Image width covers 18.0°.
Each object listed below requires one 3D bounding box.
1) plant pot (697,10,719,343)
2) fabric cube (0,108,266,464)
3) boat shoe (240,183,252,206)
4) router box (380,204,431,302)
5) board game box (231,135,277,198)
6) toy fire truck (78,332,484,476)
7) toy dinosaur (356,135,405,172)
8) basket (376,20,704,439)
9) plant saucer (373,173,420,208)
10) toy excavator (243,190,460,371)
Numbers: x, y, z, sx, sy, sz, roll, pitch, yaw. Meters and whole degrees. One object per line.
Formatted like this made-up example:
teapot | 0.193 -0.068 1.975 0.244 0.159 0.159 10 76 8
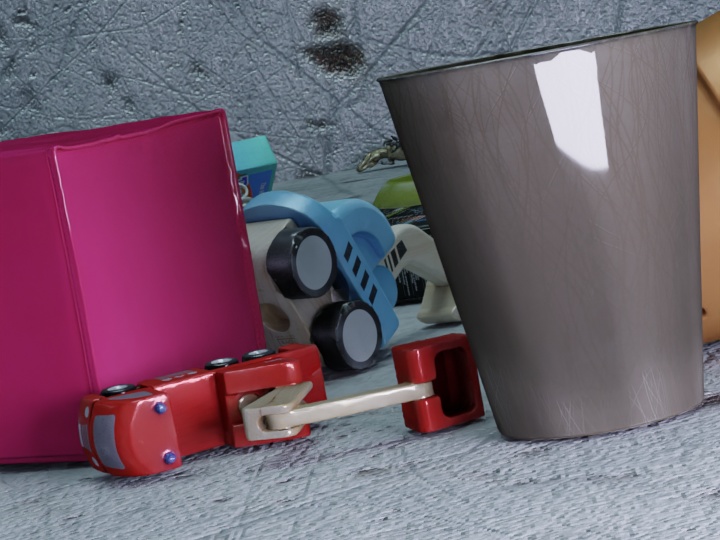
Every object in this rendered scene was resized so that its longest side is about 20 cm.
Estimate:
plant pot | 0.204 -0.040 1.378 0.140 0.200 0.200 -26 6 2
fabric cube | -0.203 0.013 1.462 0.199 0.196 0.200 -5 7 30
boat shoe | -0.129 -0.048 2.369 0.075 0.086 0.202 -15 7 -33
router box | 0.065 -0.020 1.916 0.150 0.062 0.200 -9 6 19
board game box | -0.198 -0.066 2.471 0.200 0.045 0.152 -13 -33 -20
toy fire truck | -0.047 0.077 1.291 0.200 0.049 0.141 -13 7 -24
toy dinosaur | 0.086 -0.182 3.438 0.200 0.047 0.088 -6 0 9
basket | 0.110 -0.020 1.210 0.180 0.200 0.136 -12 6 -22
plant saucer | 0.110 -0.109 2.792 0.200 0.031 0.200 -11 6 1
toy excavator | 0.000 0.000 1.603 0.100 0.194 0.200 -5 36 41
